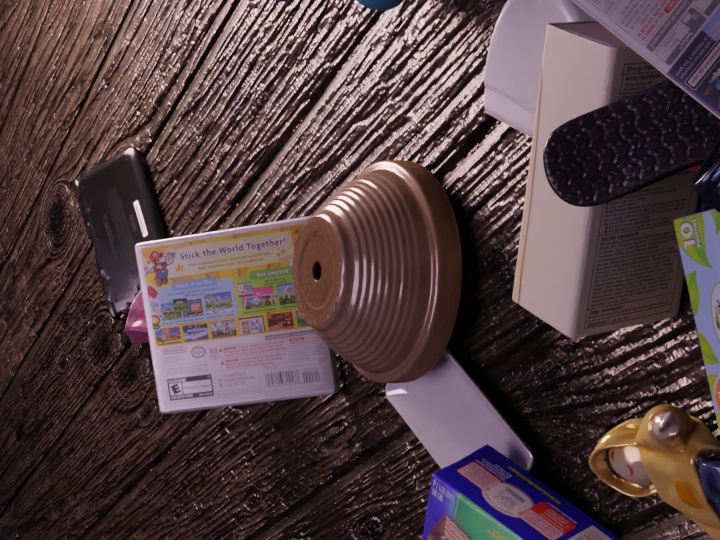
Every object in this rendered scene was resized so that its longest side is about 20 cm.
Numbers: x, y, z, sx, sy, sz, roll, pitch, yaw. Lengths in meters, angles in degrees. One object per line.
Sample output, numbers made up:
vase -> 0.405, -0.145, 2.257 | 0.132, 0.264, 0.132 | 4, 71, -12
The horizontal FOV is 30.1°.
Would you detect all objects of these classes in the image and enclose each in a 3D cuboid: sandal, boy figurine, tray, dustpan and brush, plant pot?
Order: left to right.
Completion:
plant pot -> 0.000, 0.000, 1.201 | 0.200, 0.092, 0.203 | -6, 83, 60
tray -> 0.089, 0.133, 1.186 | 0.200, 0.022, 0.108 | 51, 138, 40
dustpan and brush -> 0.152, -0.195, 0.970 | 0.139, 0.057, 0.202 | 37, 136, 49
boy figurine -> 0.222, 0.138, 0.901 | 0.125, 0.064, 0.200 | 55, 168, -24
sandal -> 0.209, -0.093, 0.822 | 0.198, 0.045, 0.076 | -17, 84, 19

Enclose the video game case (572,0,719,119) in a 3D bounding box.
video game case -> 0.231, -0.174, 0.692 | 0.182, 0.023, 0.201 | 39, 106, 4

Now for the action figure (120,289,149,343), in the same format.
action figure -> -0.170, 0.072, 1.524 | 0.198, 0.149, 0.135 | 19, 74, 27

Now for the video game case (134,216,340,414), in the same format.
video game case -> -0.129, 0.048, 1.399 | 0.198, 0.023, 0.184 | -8, 92, 15

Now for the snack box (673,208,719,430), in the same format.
snack box -> 0.285, 0.018, 0.797 | 0.199, 0.053, 0.144 | -16, 84, 60

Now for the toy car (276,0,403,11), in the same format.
toy car -> -0.003, -0.340, 1.082 | 0.184, 0.175, 0.202 | 147, 122, -69

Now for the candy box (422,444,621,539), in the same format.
candy box -> 0.124, 0.276, 1.096 | 0.169, 0.077, 0.202 | 32, 128, 39

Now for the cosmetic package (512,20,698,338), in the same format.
cosmetic package -> 0.173, -0.064, 0.912 | 0.073, 0.103, 0.202 | 34, 126, 52

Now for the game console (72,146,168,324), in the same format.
game console -> -0.302, -0.036, 1.793 | 0.175, 0.116, 0.202 | -28, 73, 27

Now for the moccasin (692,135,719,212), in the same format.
moccasin -> 0.245, -0.122, 0.742 | 0.080, 0.068, 0.202 | -123, 54, -89
